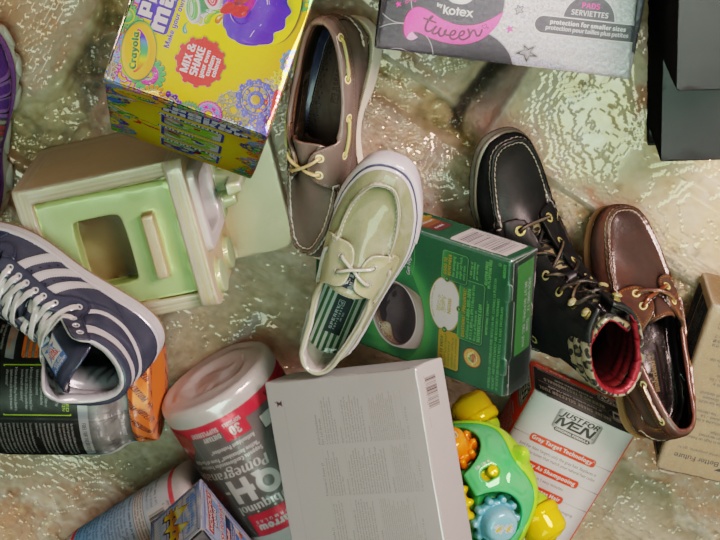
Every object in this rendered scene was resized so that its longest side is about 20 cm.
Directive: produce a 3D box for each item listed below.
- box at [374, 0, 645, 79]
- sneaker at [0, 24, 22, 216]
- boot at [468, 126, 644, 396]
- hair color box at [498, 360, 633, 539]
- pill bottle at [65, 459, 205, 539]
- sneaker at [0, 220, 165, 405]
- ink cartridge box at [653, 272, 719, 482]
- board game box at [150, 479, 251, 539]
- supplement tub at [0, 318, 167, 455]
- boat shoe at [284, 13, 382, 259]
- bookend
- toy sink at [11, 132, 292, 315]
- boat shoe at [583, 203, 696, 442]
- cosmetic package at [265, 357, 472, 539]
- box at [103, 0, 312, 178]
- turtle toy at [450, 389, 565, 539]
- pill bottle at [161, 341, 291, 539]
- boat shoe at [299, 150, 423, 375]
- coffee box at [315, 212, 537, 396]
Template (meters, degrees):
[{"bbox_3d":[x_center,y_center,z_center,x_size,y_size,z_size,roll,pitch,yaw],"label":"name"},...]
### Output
[{"bbox_3d":[0.116,-0.231,1.236,0.198,0.115,0.133,8,113,0],"label":"box"},{"bbox_3d":[-0.322,-0.118,1.326,0.080,0.084,0.202,2,112,2],"label":"sneaker"},{"bbox_3d":[0.161,-0.006,1.303,0.073,0.154,0.205,-22,118,-18],"label":"boot"},{"bbox_3d":[0.152,0.192,1.444,0.101,0.061,0.201,25,113,-7],"label":"hair color box"},{"bbox_3d":[-0.202,0.264,1.469,0.199,0.109,0.109,-33,108,16],"label":"pill bottle"},{"bbox_3d":[-0.253,0.034,1.260,0.199,0.109,0.070,28,115,-5],"label":"sneaker"},{"bbox_3d":[0.367,0.107,1.388,0.198,0.075,0.166,13,115,-3],"label":"ink cartridge box"},{"bbox_3d":[-0.156,0.278,1.378,0.198,0.062,0.201,-14,127,2],"label":"board game box"},{"bbox_3d":[-0.271,0.098,1.394,0.198,0.123,0.124,1,113,3],"label":"supplement tub"},{"bbox_3d":[-0.032,-0.106,1.301,0.071,0.059,0.202,18,104,33],"label":"boat shoe"},{"bbox_3d":[0.271,-0.161,1.212,0.091,0.200,0.200,-1,113,4],"label":"bookend"},{"bbox_3d":[-0.166,-0.041,1.334,0.198,0.112,0.131,-10,113,7],"label":"toy sink"},{"bbox_3d":[0.239,0.041,1.335,0.070,0.070,0.202,-13,88,-18],"label":"boat shoe"},{"bbox_3d":[0.009,0.179,1.322,0.150,0.052,0.202,-7,94,31],"label":"cosmetic package"},{"bbox_3d":[-0.099,-0.193,1.183,0.121,0.193,0.202,19,83,-5],"label":"box"},{"bbox_3d":[0.069,0.205,1.379,0.200,0.101,0.146,-41,74,30],"label":"turtle toy"},{"bbox_3d":[-0.080,0.172,1.421,0.110,0.111,0.201,-26,109,13],"label":"pill bottle"},{"bbox_3d":[0.000,0.000,1.280,0.071,0.062,0.201,19,124,2],"label":"boat shoe"},{"bbox_3d":[0.050,0.014,1.329,0.199,0.044,0.124,18,118,34],"label":"coffee box"}]
